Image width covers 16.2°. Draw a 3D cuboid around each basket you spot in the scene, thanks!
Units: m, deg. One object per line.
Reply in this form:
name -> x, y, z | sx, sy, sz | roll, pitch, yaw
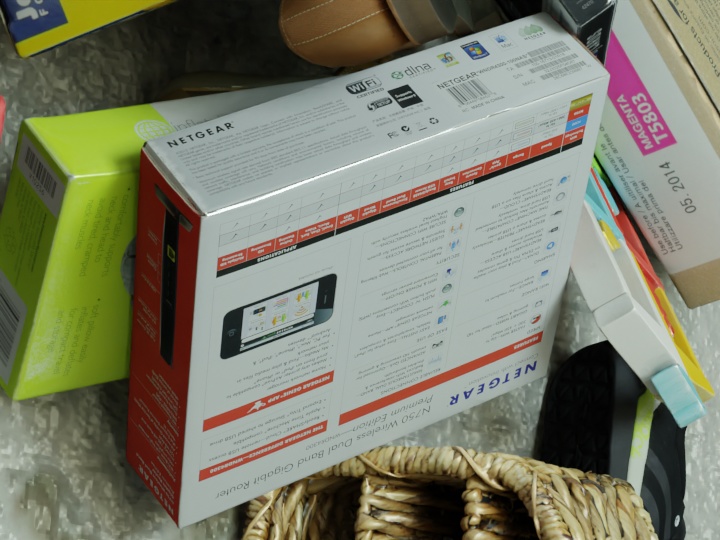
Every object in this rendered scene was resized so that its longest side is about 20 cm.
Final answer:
basket -> 0.040, 0.180, 1.107 | 0.148, 0.142, 0.201 | 16, 72, -36

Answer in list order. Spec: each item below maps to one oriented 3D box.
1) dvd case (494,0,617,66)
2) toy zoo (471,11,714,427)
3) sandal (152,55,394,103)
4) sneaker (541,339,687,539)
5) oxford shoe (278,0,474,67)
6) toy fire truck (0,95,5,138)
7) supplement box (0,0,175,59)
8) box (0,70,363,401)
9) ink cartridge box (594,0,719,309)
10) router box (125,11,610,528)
dvd case -> 0.046, -0.176, 1.130 | 0.025, 0.150, 0.201 | -35, 81, -2
toy zoo -> 0.113, -0.013, 1.184 | 0.131, 0.020, 0.201 | 41, 24, -60
sandal -> -0.010, -0.072, 1.167 | 0.199, 0.080, 0.054 | 8, 55, -33
sneaker -> 0.130, 0.129, 1.233 | 0.083, 0.072, 0.201 | 27, 66, -33
oxford shoe -> 0.004, -0.119, 1.041 | 0.200, 0.071, 0.072 | -39, 107, -77
toy fire truck -> -0.191, -0.113, 0.979 | 0.049, 0.141, 0.202 | 7, 77, -37
supplement box -> -0.076, -0.170, 1.048 | 0.109, 0.109, 0.200 | 68, 22, -7
box -> -0.059, -0.018, 1.075 | 0.199, 0.122, 0.048 | -11, 45, -35
ink cartridge box -> 0.168, -0.108, 1.277 | 0.201, 0.075, 0.165 | 58, 36, -14
router box -> 0.000, 0.000, 1.066 | 0.199, 0.180, 0.049 | -20, 49, -28
